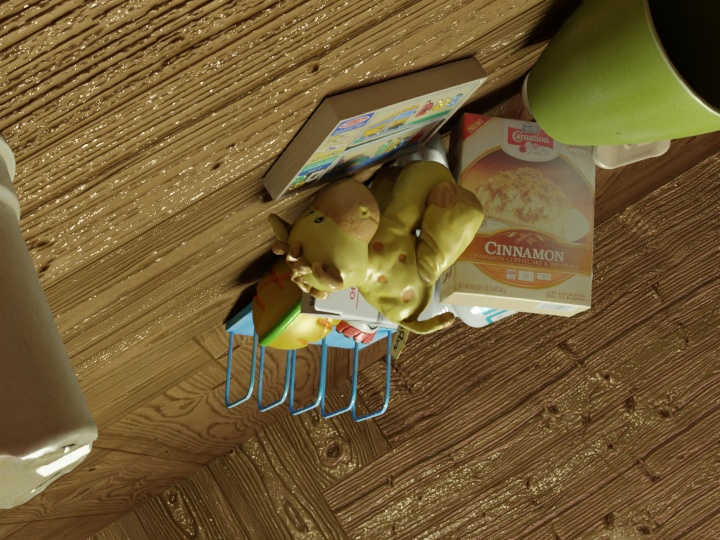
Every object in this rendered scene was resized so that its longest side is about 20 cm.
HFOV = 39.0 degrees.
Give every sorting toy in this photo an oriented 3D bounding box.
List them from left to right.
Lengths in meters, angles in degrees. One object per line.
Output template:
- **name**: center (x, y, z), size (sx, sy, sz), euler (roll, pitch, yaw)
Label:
- **sorting toy**: center (0.314, -0.215, 1.152), size (0.036, 0.186, 0.200), euler (15, -163, 33)

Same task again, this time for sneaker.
- **sneaker**: center (0.014, 0.012, 1.323), size (0.082, 0.078, 0.200), euler (-58, -164, 27)
- **sneaker**: center (0.052, -0.091, 1.136), size (0.080, 0.071, 0.200), euler (-9, 159, -10)

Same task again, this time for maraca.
- **maraca**: center (-0.056, 0.016, 1.231), size (0.200, 0.107, 0.137), euler (-50, -171, -25)

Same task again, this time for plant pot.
- **plant pot**: center (-0.245, 0.048, 0.560), size (0.200, 0.184, 0.200), euler (-31, 171, -6)
- **plant pot**: center (0.260, -0.196, 0.968), size (0.187, 0.188, 0.200), euler (-25, -179, -35)

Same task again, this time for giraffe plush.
- **giraffe plush**: center (-0.001, -0.027, 0.994), size (0.162, 0.201, 0.172), euler (17, 169, -35)

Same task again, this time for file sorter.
- **file sorter**: center (-0.071, 0.126, 1.353), size (0.199, 0.123, 0.139), euler (9, 161, -20)

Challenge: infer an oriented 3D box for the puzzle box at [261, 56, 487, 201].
- **puzzle box**: center (0.016, -0.133, 0.943), size (0.200, 0.025, 0.133), euler (-24, 166, -39)

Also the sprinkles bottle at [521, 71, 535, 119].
- **sprinkles bottle**: center (0.261, -0.214, 1.182), size (0.068, 0.068, 0.200), euler (-40, 168, 37)

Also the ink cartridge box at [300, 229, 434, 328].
- **ink cartridge box**: center (0.000, 0.000, 1.155), size (0.067, 0.116, 0.200), euler (1, 172, 42)

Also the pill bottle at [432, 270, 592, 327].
- **pill bottle**: center (0.170, -0.001, 1.233), size (0.199, 0.111, 0.111), euler (-23, 172, 11)

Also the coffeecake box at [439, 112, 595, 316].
- **coffeecake box**: center (0.173, -0.059, 1.120), size (0.153, 0.201, 0.073), euler (6, 168, -7)

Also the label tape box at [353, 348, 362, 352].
- **label tape box**: center (0.042, 0.052, 1.537), size (0.143, 0.066, 0.200), euler (-29, 172, -10)
